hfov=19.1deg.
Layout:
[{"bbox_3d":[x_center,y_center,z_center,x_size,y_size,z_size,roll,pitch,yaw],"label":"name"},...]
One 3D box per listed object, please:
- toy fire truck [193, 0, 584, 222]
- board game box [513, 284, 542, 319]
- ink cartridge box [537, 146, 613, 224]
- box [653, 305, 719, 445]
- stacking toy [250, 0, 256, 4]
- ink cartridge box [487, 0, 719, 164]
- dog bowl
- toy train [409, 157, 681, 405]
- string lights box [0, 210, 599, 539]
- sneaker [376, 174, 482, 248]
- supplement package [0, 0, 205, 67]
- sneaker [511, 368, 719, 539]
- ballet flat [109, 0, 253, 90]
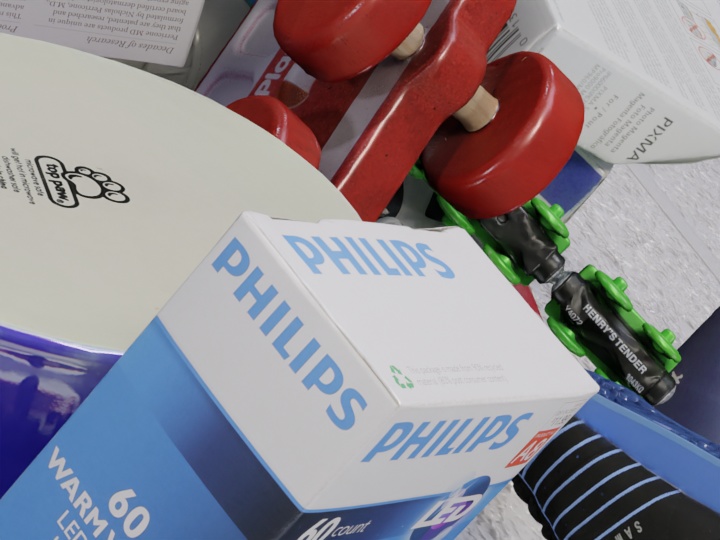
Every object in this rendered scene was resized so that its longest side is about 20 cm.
[{"bbox_3d":[-0.023,-0.047,0.829,0.112,0.201,0.168,39,-12,-31],"label":"toy fire truck"},{"bbox_3d":[0.037,-0.025,1.029,0.095,0.030,0.201,8,55,-56],"label":"board game box"},{"bbox_3d":[0.053,-0.131,1.021,0.196,0.043,0.200,43,27,-3],"label":"ink cartridge box"},{"bbox_3d":[0.241,0.097,0.997,0.123,0.199,0.201,22,28,-43],"label":"box"},{"bbox_3d":[-0.002,-0.115,1.135,0.200,0.110,0.116,40,15,-41],"label":"stacking toy"},{"bbox_3d":[0.118,-0.106,0.982,0.199,0.057,0.163,30,29,-38],"label":"ink cartridge box"},{"bbox_3d":[-0.097,0.005,0.640,0.198,0.079,0.201,17,26,-8],"label":"dog bowl"},{"bbox_3d":[0.064,-0.021,0.919,0.200,0.042,0.056,48,6,0],"label":"toy train"},{"bbox_3d":[-0.045,0.077,0.512,0.059,0.200,0.102,50,23,21],"label":"string lights box"},{"bbox_3d":[0.000,0.000,0.913,0.129,0.079,0.200,21,38,-62],"label":"sneaker"},{"bbox_3d":[-0.163,-0.176,0.830,0.198,0.111,0.156,5,37,-25],"label":"supplement package"},{"bbox_3d":[0.089,0.085,0.784,0.070,0.078,0.199,19,8,-47],"label":"sneaker"},{"bbox_3d":[-0.109,-0.131,1.014,0.069,0.070,0.200,14,31,-52],"label":"ballet flat"}]
